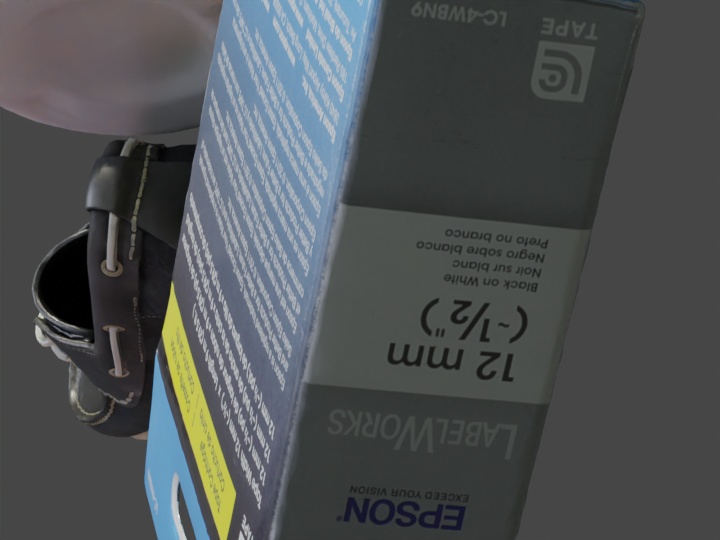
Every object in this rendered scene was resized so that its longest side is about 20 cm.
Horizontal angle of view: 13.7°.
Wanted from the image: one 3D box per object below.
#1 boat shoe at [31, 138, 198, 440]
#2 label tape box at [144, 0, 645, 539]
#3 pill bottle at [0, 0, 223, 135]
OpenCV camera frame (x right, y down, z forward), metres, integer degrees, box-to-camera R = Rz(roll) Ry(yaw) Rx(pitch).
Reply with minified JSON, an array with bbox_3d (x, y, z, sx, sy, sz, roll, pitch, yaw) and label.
[{"bbox_3d":[-0.075,0.005,0.978,0.200,0.067,0.072,130,144,-67],"label":"boat shoe"},{"bbox_3d":[0.000,0.000,0.715,0.143,0.066,0.201,-114,32,-62],"label":"label tape box"},{"bbox_3d":[-0.073,-0.155,0.942,0.114,0.114,0.201,125,148,-60],"label":"pill bottle"}]
